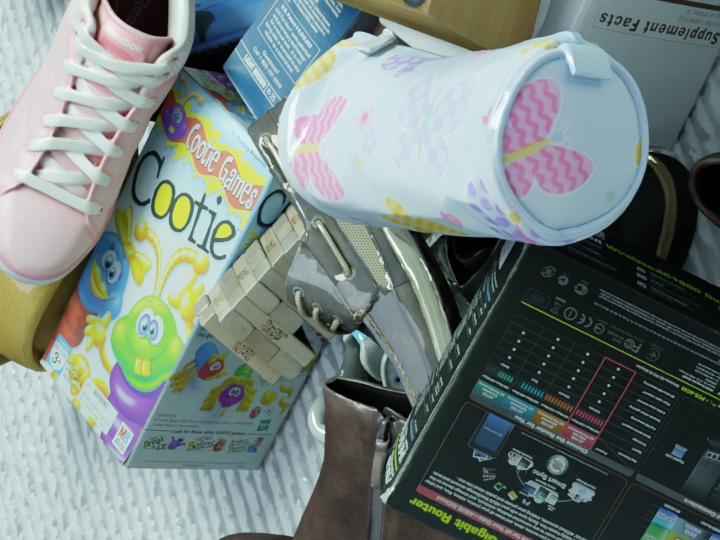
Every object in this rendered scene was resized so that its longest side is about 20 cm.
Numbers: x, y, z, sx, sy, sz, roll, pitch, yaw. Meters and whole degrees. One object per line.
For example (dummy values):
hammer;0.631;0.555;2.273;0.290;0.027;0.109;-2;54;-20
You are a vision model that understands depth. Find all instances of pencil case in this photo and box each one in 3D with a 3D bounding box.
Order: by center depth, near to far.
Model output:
pencil case;0.043;-0.060;1.187;0.200;0.083;0.091;10;78;60

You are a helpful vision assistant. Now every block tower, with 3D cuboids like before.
block tower;0.002;-0.029;1.398;0.200;0.058;0.054;-48;19;5

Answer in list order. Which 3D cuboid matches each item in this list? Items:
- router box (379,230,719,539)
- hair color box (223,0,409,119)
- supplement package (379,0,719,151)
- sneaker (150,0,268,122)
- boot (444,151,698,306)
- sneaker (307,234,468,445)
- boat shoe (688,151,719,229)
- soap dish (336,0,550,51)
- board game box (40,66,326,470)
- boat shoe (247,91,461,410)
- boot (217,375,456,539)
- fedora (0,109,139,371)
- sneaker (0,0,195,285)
router box;0.130;0.078;1.232;0.150;0.199;0.062;-61;7;21
hair color box;0.025;-0.156;1.410;0.200;0.100;0.061;-53;54;29
supplement package;0.121;-0.176;1.301;0.121;0.119;0.201;41;115;37
sneaker;-0.085;-0.143;1.539;0.200;0.066;0.079;-13;67;47
boot;0.080;0.034;1.313;0.077;0.138;0.201;18;100;44
sneaker;0.040;0.025;1.392;0.075;0.086;0.201;49;119;37
boat shoe;0.235;-0.006;1.212;0.200;0.070;0.071;26;104;42
soap dish;0.013;-0.199;1.265;0.200;0.081;0.158;25;106;41
board game box;-0.079;0.001;1.498;0.103;0.105;0.201;46;117;38
boat shoe;0.000;0.000;1.322;0.073;0.075;0.201;-23;70;6
boot;-0.006;0.124;1.401;0.199;0.072;0.167;13;125;31
fedora;-0.181;-0.007;1.552;0.082;0.200;0.201;38;113;28
sneaker;-0.147;-0.091;1.442;0.201;0.075;0.105;-65;6;-9
